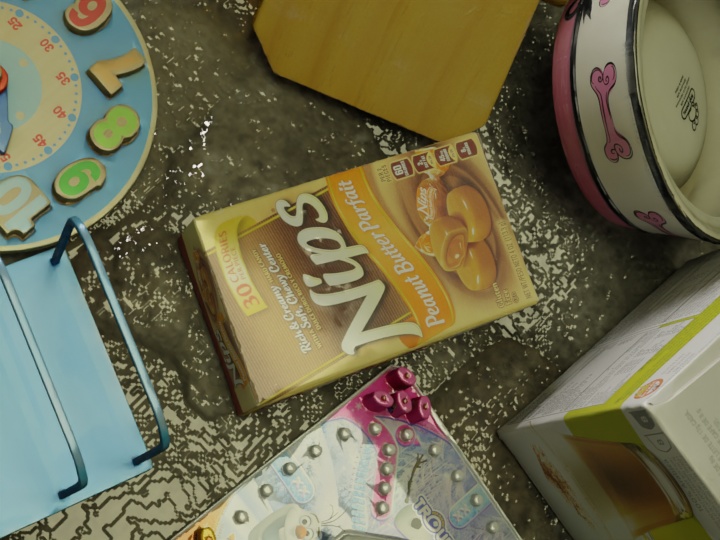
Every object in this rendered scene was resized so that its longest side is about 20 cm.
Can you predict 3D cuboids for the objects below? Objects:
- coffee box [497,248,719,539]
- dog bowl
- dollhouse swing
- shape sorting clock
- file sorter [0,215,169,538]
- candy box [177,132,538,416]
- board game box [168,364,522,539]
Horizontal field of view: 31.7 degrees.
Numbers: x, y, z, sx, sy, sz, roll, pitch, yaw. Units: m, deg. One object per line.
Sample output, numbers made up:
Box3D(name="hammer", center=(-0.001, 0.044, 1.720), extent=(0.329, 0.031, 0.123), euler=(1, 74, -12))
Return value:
Box3D(name="coffee box", center=(0.242, 0.110, 0.767), extent=(0.199, 0.198, 0.201), euler=(-37, 92, -22))
Box3D(name="dog bowl", center=(0.199, -0.116, 0.837), extent=(0.199, 0.073, 0.204), euler=(9, 78, -48))
Box3D(name="dollhouse swing", center=(0.031, -0.220, 0.860), extent=(0.197, 0.177, 0.183), euler=(20, 30, -14))
Box3D(name="shape sorting clock", center=(-0.215, -0.108, 0.739), extent=(0.197, 0.039, 0.204), euler=(5, 76, -19))
Box3D(name="file sorter", center=(-0.213, 0.074, 0.651), extent=(0.198, 0.123, 0.141), euler=(-22, 86, -24))
Box3D(name="candy box", center=(0.000, 0.000, 0.782), extent=(0.197, 0.055, 0.117), euler=(-19, 84, -23))
Box3D(name="board game box", center=(0.010, 0.191, 0.756), extent=(0.199, 0.026, 0.201), euler=(-36, 90, -24))
